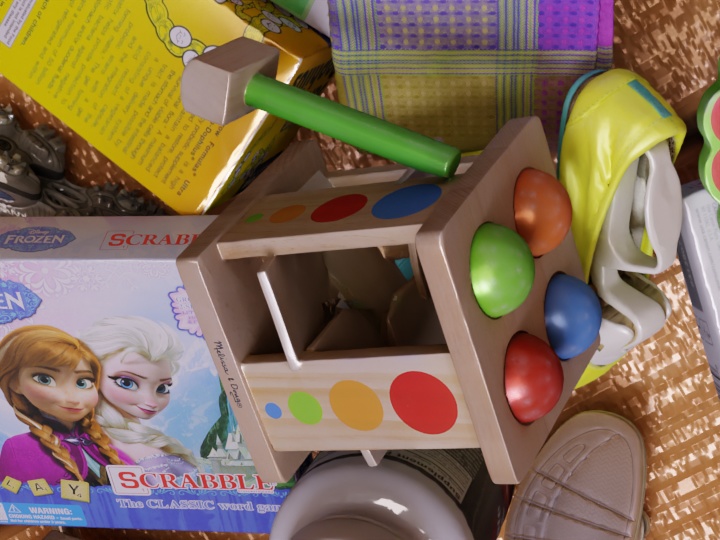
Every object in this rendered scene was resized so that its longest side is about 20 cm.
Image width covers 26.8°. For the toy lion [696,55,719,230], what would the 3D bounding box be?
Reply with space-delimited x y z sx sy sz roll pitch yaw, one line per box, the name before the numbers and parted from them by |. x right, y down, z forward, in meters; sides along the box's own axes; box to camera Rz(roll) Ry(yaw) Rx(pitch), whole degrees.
toy lion | 0.270 -0.051 0.731 0.191 0.069 0.201 -32 97 11

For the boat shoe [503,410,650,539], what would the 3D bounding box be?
boat shoe | 0.120 0.171 0.859 0.073 0.063 0.202 21 105 25

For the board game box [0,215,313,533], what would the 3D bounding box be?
board game box | -0.134 0.061 0.830 0.198 0.041 0.201 -1 128 11

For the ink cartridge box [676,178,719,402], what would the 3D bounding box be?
ink cartridge box | 0.276 0.006 0.789 0.198 0.057 0.164 -19 98 -2

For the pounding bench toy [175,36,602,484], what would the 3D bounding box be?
pounding bench toy | 0.014 -0.019 0.695 0.155 0.124 0.201 -5 117 31

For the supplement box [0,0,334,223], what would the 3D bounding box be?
supplement box | -0.120 -0.137 0.816 0.199 0.109 0.110 38 112 3

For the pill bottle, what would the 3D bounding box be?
pill bottle | 0.015 0.138 0.799 0.110 0.200 0.112 4 106 14

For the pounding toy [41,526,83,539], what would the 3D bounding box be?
pounding toy | -0.153 0.239 0.914 0.198 0.142 0.186 15 122 18

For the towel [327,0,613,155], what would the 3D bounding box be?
towel | 0.054 -0.121 0.747 0.142 0.023 0.201 1 146 8

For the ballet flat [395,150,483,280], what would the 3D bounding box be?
ballet flat | 0.000 0.000 0.841 0.067 0.067 0.201 41 117 17

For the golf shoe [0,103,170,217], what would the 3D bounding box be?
golf shoe | -0.173 -0.009 0.892 0.199 0.078 0.098 38 123 11

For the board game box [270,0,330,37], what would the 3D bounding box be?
board game box | 0.005 -0.153 0.760 0.199 0.030 0.095 27 142 -24

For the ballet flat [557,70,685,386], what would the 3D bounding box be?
ballet flat | 0.128 -0.004 0.765 0.067 0.067 0.201 34 137 37
